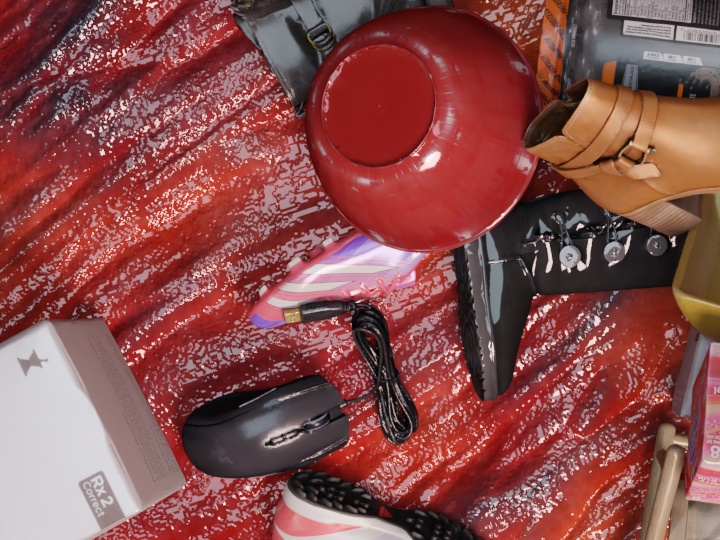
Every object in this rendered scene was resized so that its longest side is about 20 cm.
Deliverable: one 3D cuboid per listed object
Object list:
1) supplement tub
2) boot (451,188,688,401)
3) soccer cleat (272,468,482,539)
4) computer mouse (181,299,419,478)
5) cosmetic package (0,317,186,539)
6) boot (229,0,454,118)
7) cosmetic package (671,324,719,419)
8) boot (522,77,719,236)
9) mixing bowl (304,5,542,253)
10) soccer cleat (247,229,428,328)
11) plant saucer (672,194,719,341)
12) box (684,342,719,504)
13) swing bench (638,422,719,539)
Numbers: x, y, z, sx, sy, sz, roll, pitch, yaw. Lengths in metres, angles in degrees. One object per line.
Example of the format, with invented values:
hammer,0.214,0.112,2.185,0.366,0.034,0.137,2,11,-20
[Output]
supplement tub,0.243,-0.169,1.616,0.198,0.123,0.124,7,90,6
boot,0.181,0.013,1.648,0.198,0.066,0.166,-9,105,-10
soccer cleat,0.023,0.233,1.668,0.199,0.068,0.074,22,115,2
computer mouse,-0.059,0.102,1.658,0.198,0.046,0.141,-11,109,5
cosmetic package,-0.260,0.146,1.621,0.164,0.200,0.166,-28,86,4
boot,-0.028,-0.247,1.670,0.173,0.069,0.201,-24,89,4
cosmetic package,0.354,0.100,1.610,0.198,0.107,0.091,11,89,7
boot,0.233,-0.112,1.524,0.154,0.074,0.200,28,130,-22
mixing bowl,0.033,-0.120,1.573,0.199,0.108,0.202,-3,83,21
soccer cleat,0.000,0.000,1.668,0.199,0.067,0.077,-34,91,1
plant saucer,0.346,0.017,1.580,0.199,0.200,0.049,17,121,9
box,0.345,0.125,1.492,0.198,0.103,0.095,7,68,3
swing bench,0.317,0.245,1.604,0.197,0.130,0.202,12,95,5
